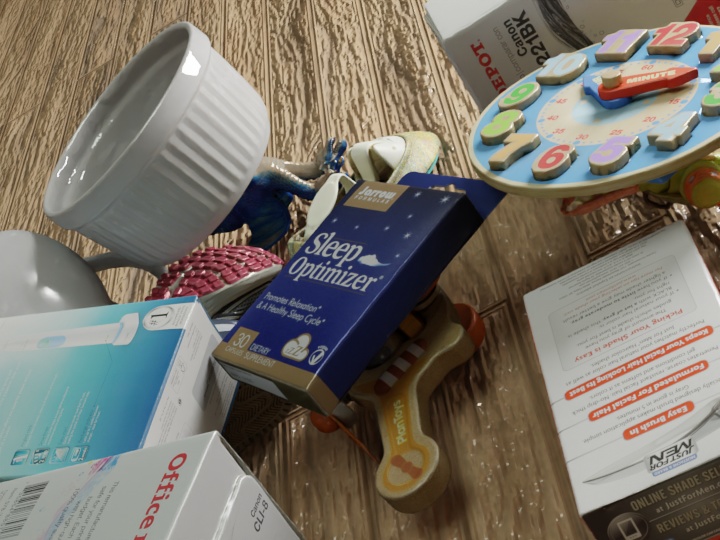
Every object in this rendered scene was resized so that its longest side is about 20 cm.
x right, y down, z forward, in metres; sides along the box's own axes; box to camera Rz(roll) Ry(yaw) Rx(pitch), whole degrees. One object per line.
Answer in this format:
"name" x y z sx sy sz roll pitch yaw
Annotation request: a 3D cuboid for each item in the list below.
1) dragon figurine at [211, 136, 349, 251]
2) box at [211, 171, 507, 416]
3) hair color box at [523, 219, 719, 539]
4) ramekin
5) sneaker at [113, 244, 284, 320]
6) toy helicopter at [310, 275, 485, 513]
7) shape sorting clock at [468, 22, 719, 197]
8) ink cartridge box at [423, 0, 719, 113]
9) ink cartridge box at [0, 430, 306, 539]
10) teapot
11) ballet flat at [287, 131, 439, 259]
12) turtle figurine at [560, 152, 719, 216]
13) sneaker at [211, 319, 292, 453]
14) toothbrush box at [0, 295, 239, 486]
"dragon figurine" -0.095 -0.053 1.209 0.200 0.099 0.059 -45 25 25
"box" 0.000 0.000 0.897 0.200 0.032 0.121 -49 31 -19
"hair color box" 0.164 0.067 0.756 0.111 0.064 0.200 -26 29 14
"ramekin" -0.165 -0.098 1.141 0.200 0.105 0.201 -41 28 27
"sneaker" -0.142 0.045 1.111 0.200 0.075 0.080 -37 36 -30
"toy helicopter" 0.017 0.082 0.879 0.132 0.079 0.200 -29 32 14
"shape sorting clock" 0.164 -0.108 0.870 0.199 0.039 0.200 -17 26 8
"ink cartridge box" 0.169 -0.184 1.034 0.199 0.145 0.084 -31 29 10
"ink cartridge box" -0.142 0.207 0.787 0.199 0.145 0.146 -17 33 31
"teapot" -0.261 0.069 1.122 0.146 0.197 0.201 22 93 16
"ballet flat" 0.003 -0.066 1.119 0.070 0.071 0.200 -3 42 44
"turtle figurine" 0.221 -0.078 0.910 0.199 0.065 0.161 -19 26 3
"sneaker" -0.148 0.110 1.015 0.199 0.070 0.109 -30 32 0
"toothbrush box" -0.198 0.105 0.917 0.199 0.085 0.147 -7 44 21
